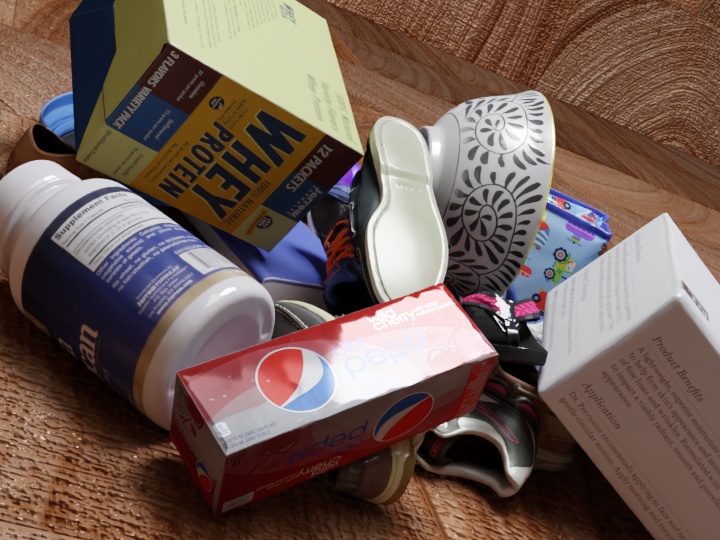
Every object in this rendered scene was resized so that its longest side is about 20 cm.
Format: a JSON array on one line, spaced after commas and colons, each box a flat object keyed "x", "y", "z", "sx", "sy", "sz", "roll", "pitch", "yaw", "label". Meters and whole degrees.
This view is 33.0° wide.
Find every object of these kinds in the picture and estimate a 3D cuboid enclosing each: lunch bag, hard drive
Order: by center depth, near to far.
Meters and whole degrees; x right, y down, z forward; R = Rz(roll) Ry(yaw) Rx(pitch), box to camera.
[{"x": -0.086, "y": -0.024, "z": 1.143, "sx": 0.131, "sy": 0.026, "sz": 0.200, "roll": 11, "pitch": 23, "yaw": -39, "label": "hard drive"}, {"x": 0.131, "y": -0.023, "z": 1.225, "sx": 0.198, "sy": 0.152, "sz": 0.094, "roll": 26, "pitch": 17, "yaw": 1, "label": "lunch bag"}]

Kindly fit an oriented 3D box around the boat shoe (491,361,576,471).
[{"x": 0.116, "y": 0.086, "z": 1.028, "sx": 0.075, "sy": 0.072, "sz": 0.200, "roll": 4, "pitch": 28, "yaw": -48, "label": "boat shoe"}]

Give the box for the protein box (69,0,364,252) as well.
[{"x": -0.128, "y": -0.160, "z": 1.043, "sx": 0.199, "sy": 0.135, "sz": 0.200, "roll": 26, "pitch": 34, "yaw": -35, "label": "protein box"}]

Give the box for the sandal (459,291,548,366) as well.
[{"x": 0.107, "y": 0.035, "z": 0.956, "sx": 0.074, "sy": 0.046, "sz": 0.200, "roll": 12, "pitch": 10, "yaw": 0, "label": "sandal"}]

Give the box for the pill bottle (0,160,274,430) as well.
[{"x": -0.162, "y": 0.009, "z": 0.811, "sx": 0.199, "sy": 0.112, "sz": 0.111, "roll": 34, "pitch": 20, "yaw": 25, "label": "pill bottle"}]

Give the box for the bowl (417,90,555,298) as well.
[{"x": 0.088, "y": -0.075, "z": 1.085, "sx": 0.093, "sy": 0.203, "sz": 0.201, "roll": 15, "pitch": 20, "yaw": -15, "label": "bowl"}]

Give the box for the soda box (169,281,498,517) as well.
[{"x": -0.016, "y": 0.076, "z": 0.757, "sx": 0.198, "sy": 0.064, "sz": 0.070, "roll": -17, "pitch": 52, "yaw": -29, "label": "soda box"}]

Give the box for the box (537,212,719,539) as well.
[{"x": 0.250, "y": 0.093, "z": 0.957, "sx": 0.199, "sy": 0.130, "sz": 0.200, "roll": 51, "pitch": 21, "yaw": -9, "label": "box"}]

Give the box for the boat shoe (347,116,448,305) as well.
[{"x": 0.022, "y": -0.033, "z": 0.995, "sx": 0.074, "sy": 0.066, "sz": 0.201, "roll": 11, "pitch": 51, "yaw": -24, "label": "boat shoe"}]

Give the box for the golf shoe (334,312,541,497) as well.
[{"x": 0.043, "y": 0.098, "z": 0.904, "sx": 0.198, "sy": 0.078, "sz": 0.088, "roll": 24, "pitch": 27, "yaw": -2, "label": "golf shoe"}]

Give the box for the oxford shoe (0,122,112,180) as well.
[{"x": -0.218, "y": -0.054, "z": 0.978, "sx": 0.199, "sy": 0.072, "sz": 0.071, "roll": 36, "pitch": 19, "yaw": 24, "label": "oxford shoe"}]

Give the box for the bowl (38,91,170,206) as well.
[{"x": -0.208, "y": -0.118, "z": 1.163, "sx": 0.198, "sy": 0.040, "sz": 0.201, "roll": 13, "pitch": 26, "yaw": -6, "label": "bowl"}]

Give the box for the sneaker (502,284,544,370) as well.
[{"x": 0.177, "y": 0.084, "z": 1.092, "sx": 0.199, "sy": 0.089, "sz": 0.075, "roll": 34, "pitch": 17, "yaw": 15, "label": "sneaker"}]

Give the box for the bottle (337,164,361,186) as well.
[{"x": -0.059, "y": -0.098, "z": 1.290, "sx": 0.198, "sy": 0.083, "sz": 0.066, "roll": 11, "pitch": 54, "yaw": -39, "label": "bottle"}]

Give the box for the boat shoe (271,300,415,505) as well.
[{"x": -0.033, "y": 0.081, "z": 0.843, "sx": 0.064, "sy": 0.074, "sz": 0.200, "roll": 16, "pitch": 20, "yaw": -41, "label": "boat shoe"}]

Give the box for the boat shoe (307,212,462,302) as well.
[{"x": 0.026, "y": -0.010, "z": 1.187, "sx": 0.200, "sy": 0.072, "sz": 0.059, "roll": 41, "pitch": 17, "yaw": 30, "label": "boat shoe"}]

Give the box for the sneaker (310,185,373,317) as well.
[{"x": 0.000, "y": 0.000, "z": 1.051, "sx": 0.078, "sy": 0.076, "sz": 0.201, "roll": 5, "pitch": 44, "yaw": -39, "label": "sneaker"}]
